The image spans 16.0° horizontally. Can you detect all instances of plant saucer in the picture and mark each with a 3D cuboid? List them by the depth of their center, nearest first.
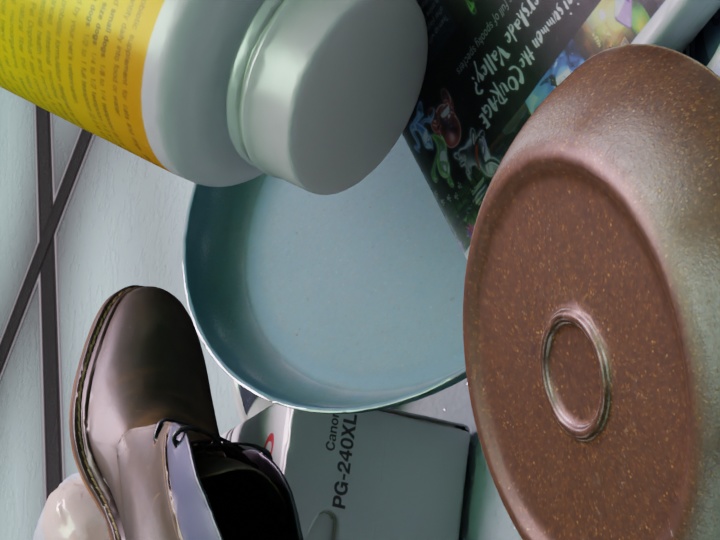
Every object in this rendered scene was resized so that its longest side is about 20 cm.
[{"bbox_3d":[0.080,0.030,0.802,0.200,0.037,0.201,27,120,60],"label":"plant saucer"},{"bbox_3d":[0.019,-0.031,1.002,0.200,0.027,0.200,-17,55,26],"label":"plant saucer"}]

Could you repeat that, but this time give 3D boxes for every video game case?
[{"bbox_3d":[0.045,-0.125,0.876,0.182,0.023,0.200,64,148,19],"label":"video game case"}]

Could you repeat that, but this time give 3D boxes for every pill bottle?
[{"bbox_3d":[-0.077,-0.100,0.931,0.200,0.109,0.109,27,108,29],"label":"pill bottle"}]

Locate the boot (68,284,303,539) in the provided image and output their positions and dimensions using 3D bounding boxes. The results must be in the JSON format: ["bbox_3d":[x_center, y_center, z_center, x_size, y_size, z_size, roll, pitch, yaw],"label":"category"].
[{"bbox_3d":[-0.059,0.077,0.996,0.097,0.075,0.200,-40,46,41],"label":"boot"}]

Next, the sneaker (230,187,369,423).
[{"bbox_3d":[0.000,0.000,1.094,0.199,0.079,0.130,-64,12,9],"label":"sneaker"}]

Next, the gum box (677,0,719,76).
[{"bbox_3d":[0.127,-0.121,0.854,0.200,0.045,0.170,127,149,-55],"label":"gum box"}]

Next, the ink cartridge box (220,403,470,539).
[{"bbox_3d":[-0.033,0.145,1.091,0.200,0.083,0.145,147,133,-64],"label":"ink cartridge box"}]

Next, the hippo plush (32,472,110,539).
[{"bbox_3d":[-0.174,0.170,1.241,0.200,0.161,0.159,49,-133,-72],"label":"hippo plush"}]
